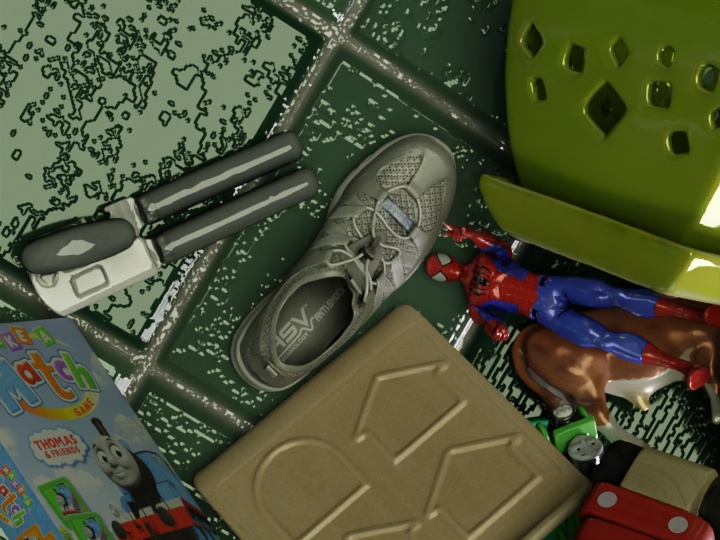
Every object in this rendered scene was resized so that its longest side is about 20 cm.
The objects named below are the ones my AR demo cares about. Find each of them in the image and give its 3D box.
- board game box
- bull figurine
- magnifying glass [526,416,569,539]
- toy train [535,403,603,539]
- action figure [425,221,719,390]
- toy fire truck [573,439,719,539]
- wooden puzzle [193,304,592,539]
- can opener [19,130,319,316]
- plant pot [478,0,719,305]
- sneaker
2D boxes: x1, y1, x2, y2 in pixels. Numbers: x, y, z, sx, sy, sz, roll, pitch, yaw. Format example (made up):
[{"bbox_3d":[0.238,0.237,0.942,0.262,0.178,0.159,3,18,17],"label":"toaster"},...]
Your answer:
[{"bbox_3d":[-0.171,0.119,1.283,0.037,0.151,0.200,-43,74,21],"label":"board game box"},{"bbox_3d":[0.203,0.057,1.437,0.199,0.065,0.122,-17,74,-4],"label":"bull figurine"},{"bbox_3d":[0.106,0.197,1.453,0.079,0.022,0.201,14,88,-14],"label":"magnifying glass"},{"bbox_3d":[0.150,0.174,1.405,0.041,0.056,0.201,-20,126,-10],"label":"toy train"},{"bbox_3d":[0.119,0.020,1.368,0.199,0.099,0.066,17,94,28],"label":"action figure"},{"bbox_3d":[0.147,0.224,1.300,0.200,0.128,0.177,-53,145,-30],"label":"toy fire truck"},{"bbox_3d":[0.020,0.141,1.365,0.185,0.046,0.200,-39,56,-12],"label":"wooden puzzle"},{"bbox_3d":[-0.119,-0.030,1.368,0.199,0.066,0.053,-25,97,-16],"label":"can opener"},{"bbox_3d":[0.203,-0.082,1.346,0.198,0.199,0.183,10,99,-49],"label":"plant pot"},{"bbox_3d":[0.000,0.000,1.384,0.075,0.082,0.200,37,84,-12],"label":"sneaker"}]
